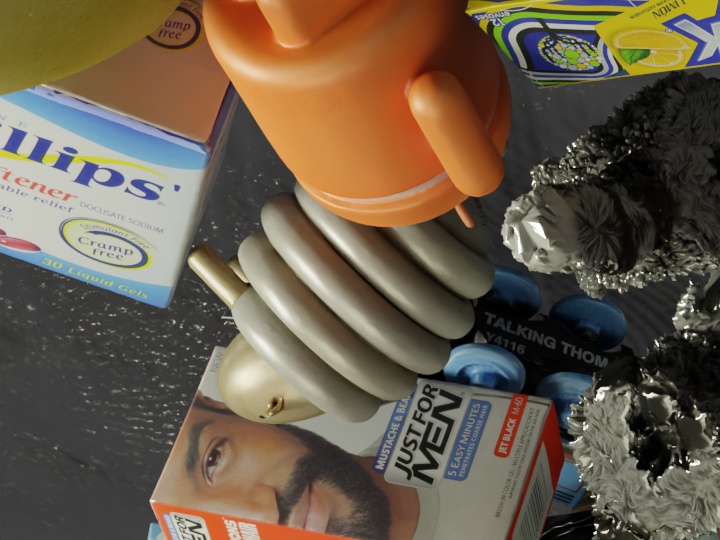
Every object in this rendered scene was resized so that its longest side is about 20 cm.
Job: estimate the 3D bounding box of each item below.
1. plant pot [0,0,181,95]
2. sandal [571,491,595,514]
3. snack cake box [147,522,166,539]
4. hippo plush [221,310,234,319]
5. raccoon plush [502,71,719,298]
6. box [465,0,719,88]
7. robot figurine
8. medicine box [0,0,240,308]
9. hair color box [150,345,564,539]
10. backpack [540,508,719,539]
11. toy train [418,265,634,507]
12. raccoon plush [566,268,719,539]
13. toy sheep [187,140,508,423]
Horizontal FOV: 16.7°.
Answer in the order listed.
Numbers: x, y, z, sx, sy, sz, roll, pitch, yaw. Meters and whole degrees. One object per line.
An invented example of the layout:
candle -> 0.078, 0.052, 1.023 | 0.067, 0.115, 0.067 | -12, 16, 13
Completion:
plant pot -> -0.147, -0.159, 1.042 | 0.199, 0.202, 0.141 | -8, 168, 42
sandal -> 0.209, 0.111, 1.471 | 0.081, 0.055, 0.200 | 24, 140, -26
snack cake box -> -0.050, 0.218, 1.451 | 0.114, 0.068, 0.200 | 2, 153, 13
hippo plush -> -0.011, 0.117, 1.489 | 0.198, 0.162, 0.160 | 15, 154, 6
raccoon plush -> 0.098, -0.032, 1.143 | 0.199, 0.098, 0.134 | 1, 166, -42
box -> 0.146, -0.130, 1.011 | 0.199, 0.071, 0.064 | -5, 148, 40
robot figurine -> 0.001, -0.098, 1.118 | 0.143, 0.117, 0.200 | 2, 149, 25
medicine box -> -0.157, -0.088, 1.250 | 0.181, 0.104, 0.200 | 19, 155, -2
hair color box -> 0.000, 0.114, 1.332 | 0.198, 0.111, 0.064 | 7, 143, 19
backpack -> 0.176, 0.190, 1.378 | 0.166, 0.128, 0.200 | -4, 172, -34
toy train -> 0.064, 0.054, 1.384 | 0.199, 0.087, 0.115 | 20, 139, -5
raccoon plush -> 0.159, 0.077, 1.234 | 0.097, 0.134, 0.200 | 41, 134, 6
toy sheep -> 0.000, 0.000, 1.261 | 0.138, 0.200, 0.138 | 39, -168, -10
